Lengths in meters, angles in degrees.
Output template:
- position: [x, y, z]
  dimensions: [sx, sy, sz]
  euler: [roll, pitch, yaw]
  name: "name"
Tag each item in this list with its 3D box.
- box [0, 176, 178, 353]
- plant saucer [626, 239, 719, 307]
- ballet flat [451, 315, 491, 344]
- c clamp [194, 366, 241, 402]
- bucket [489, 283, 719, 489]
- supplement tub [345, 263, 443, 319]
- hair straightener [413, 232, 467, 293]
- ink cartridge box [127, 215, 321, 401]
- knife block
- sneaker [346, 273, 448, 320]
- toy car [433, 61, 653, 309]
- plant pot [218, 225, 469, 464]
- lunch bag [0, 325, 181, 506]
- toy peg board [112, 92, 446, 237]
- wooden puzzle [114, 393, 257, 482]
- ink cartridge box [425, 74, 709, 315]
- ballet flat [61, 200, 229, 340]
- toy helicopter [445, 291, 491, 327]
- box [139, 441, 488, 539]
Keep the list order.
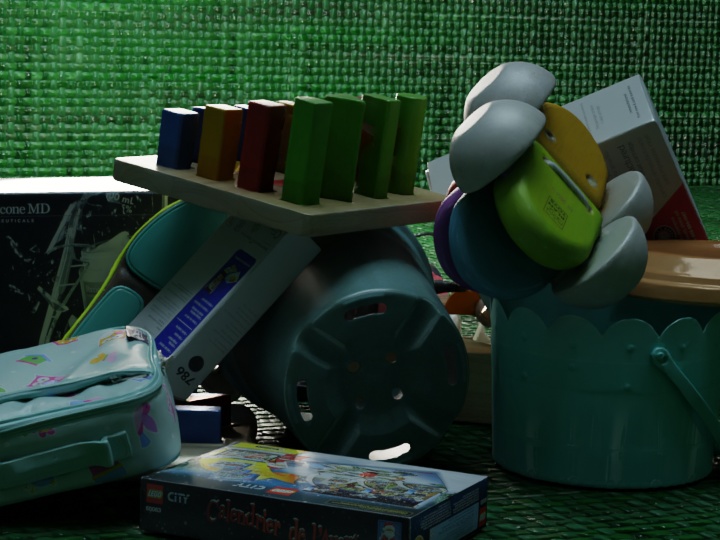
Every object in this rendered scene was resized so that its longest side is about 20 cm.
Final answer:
- position: [-0.264, 0.022, 1.722]
  dimensions: [0.200, 0.197, 0.124]
  euler: [-2, 8, -25]
  name: "box"
- position: [0.287, 0.001, 1.590]
  dimensions: [0.200, 0.038, 0.200]
  euler: [2, 6, 0]
  name: "plant saucer"
- position: [0.108, 0.069, 1.954]
  dimensions: [0.200, 0.065, 0.071]
  euler: [0, 7, -13]
  name: "ballet flat"
- position: [-0.142, 0.029, 1.746]
  dimensions: [0.027, 0.200, 0.171]
  euler: [-8, 27, -29]
  name: "c clamp"
- position: [0.195, 0.087, 1.577]
  dimensions: [0.207, 0.135, 0.207]
  euler: [2, 9, 0]
  name: "bucket"
- position: [-0.013, 0.031, 2.056]
  dimensions: [0.200, 0.107, 0.107]
  euler: [-2, 9, -31]
  name: "supplement tub"
- position: [0.000, 0.000, 1.700]
  dimensions: [0.200, 0.077, 0.041]
  euler: [1, 38, -9]
  name: "hair straightener"
- position: [-0.125, 0.033, 1.559]
  dimensions: [0.039, 0.200, 0.099]
  euler: [47, -7, -29]
  name: "ink cartridge box"
- position: [0.015, 0.093, 1.758]
  dimensions: [0.175, 0.064, 0.200]
  euler: [-4, 10, -32]
  name: "knife block"
- position: [0.038, 0.017, 1.832]
  dimensions: [0.087, 0.074, 0.200]
  euler: [10, 10, 4]
  name: "sneaker"
- position: [0.124, -0.048, 1.536]
  dimensions: [0.150, 0.175, 0.200]
  euler: [-37, 14, 24]
  name: "toy car"
- position: [-0.011, 0.059, 1.598]
  dimensions: [0.200, 0.201, 0.196]
  euler: [0, 16, -14]
  name: "plant pot"
- position: [-0.223, 0.105, 1.404]
  dimensions: [0.200, 0.077, 0.160]
  euler: [-15, 15, -5]
  name: "lunch bag"
- position: [-0.054, -0.103, 1.586]
  dimensions: [0.199, 0.098, 0.200]
  euler: [17, 15, 34]
  name: "toy peg board"
- position: [-0.175, 0.121, 1.568]
  dimensions: [0.185, 0.046, 0.200]
  euler: [2, 8, -2]
  name: "wooden puzzle"
- position: [0.175, -0.054, 1.695]
  dimensions: [0.200, 0.145, 0.083]
  euler: [-23, 33, 11]
  name: "ink cartridge box"
- position: [-0.180, 0.018, 1.656]
  dimensions: [0.067, 0.200, 0.067]
  euler: [38, -13, 6]
  name: "ballet flat"
- position: [0.154, 0.067, 1.845]
  dimensions: [0.132, 0.079, 0.200]
  euler: [40, 2, 22]
  name: "toy helicopter"
- position: [-0.030, 0.158, 1.358]
  dimensions: [0.200, 0.038, 0.137]
  euler: [5, 9, 25]
  name: "box"
